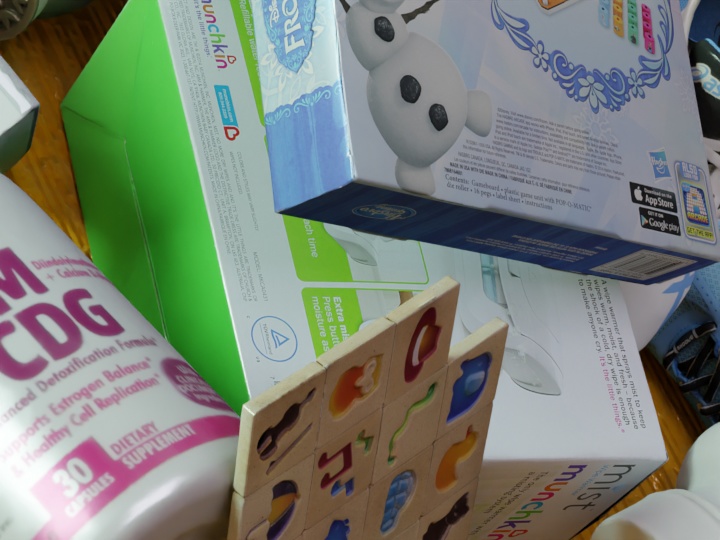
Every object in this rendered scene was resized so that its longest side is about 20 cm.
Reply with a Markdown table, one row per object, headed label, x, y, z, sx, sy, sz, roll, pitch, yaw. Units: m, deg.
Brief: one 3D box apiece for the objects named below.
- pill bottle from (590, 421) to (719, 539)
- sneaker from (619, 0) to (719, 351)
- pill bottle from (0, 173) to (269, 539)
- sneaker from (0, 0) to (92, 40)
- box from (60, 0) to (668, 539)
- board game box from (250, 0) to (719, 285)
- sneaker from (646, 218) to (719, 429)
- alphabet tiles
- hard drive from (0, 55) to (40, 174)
| label | x | y | z | sx | sy | sz | roll | pitch | yaw |
| --- | --- | --- | --- | --- | --- | --- | --- | --- | --- |
| pill bottle | 0.188 | 0.092 | 0.995 | 0.199 | 0.112 | 0.113 | -22 | 73 | -25 |
| sneaker | 0.124 | -0.053 | 1.040 | 0.072 | 0.201 | 0.072 | 29 | 7 | 6 |
| pill bottle | -0.126 | 0.037 | 0.865 | 0.113 | 0.114 | 0.200 | -25 | 60 | -40 |
| sneaker | -0.162 | -0.181 | 1.045 | 0.201 | 0.067 | 0.090 | 53 | 40 | 9 |
| box | 0.000 | 0.000 | 1.002 | 0.175 | 0.097 | 0.201 | 2 | 60 | -32 |
| board game box | 0.041 | -0.105 | 0.952 | 0.199 | 0.043 | 0.201 | 11 | 66 | -45 |
| sneaker | 0.168 | 0.055 | 1.088 | 0.200 | 0.078 | 0.090 | 42 | 54 | 1 |
| alphabet tiles | -0.013 | 0.102 | 0.872 | 0.008 | 0.201 | 0.167 | 31 | 41 | 28 |
| hard drive | -0.186 | -0.120 | 0.932 | 0.027 | 0.132 | 0.200 | -39 | 92 | -9 |
